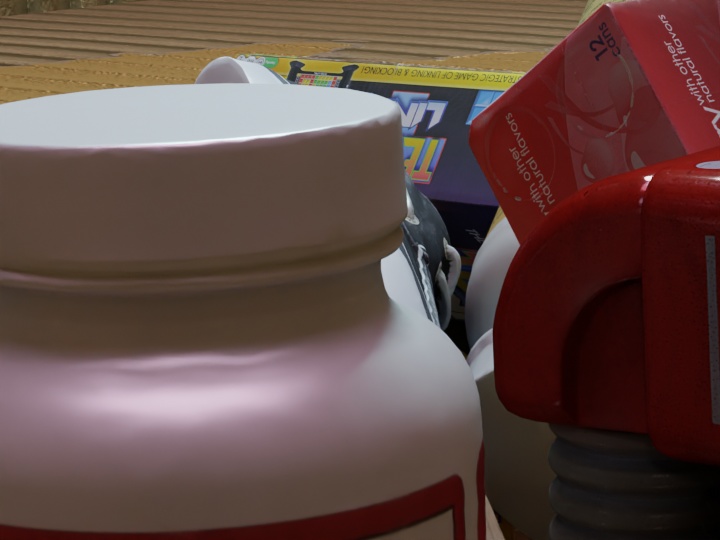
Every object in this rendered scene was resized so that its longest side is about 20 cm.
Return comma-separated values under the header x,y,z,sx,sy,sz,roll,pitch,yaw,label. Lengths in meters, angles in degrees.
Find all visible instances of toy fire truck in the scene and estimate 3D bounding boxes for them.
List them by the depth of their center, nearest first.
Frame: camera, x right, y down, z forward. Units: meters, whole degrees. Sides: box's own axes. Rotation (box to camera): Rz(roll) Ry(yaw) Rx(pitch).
x,y,z,sx,sy,sz,roll,pitch,yaw,label
0.070,0.055,0.630,0.199,0.177,0.128,4,13,36,toy fire truck

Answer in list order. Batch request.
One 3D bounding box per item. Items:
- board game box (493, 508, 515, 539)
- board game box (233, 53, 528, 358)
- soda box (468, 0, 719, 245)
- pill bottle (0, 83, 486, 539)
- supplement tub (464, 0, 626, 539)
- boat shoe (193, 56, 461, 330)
x,y,z,sx,sy,sz,roll,pitch,yaw,label
-0.012,0.071,0.970,0.095,0.030,0.200,-6,14,-9,board game box
0.057,-0.008,1.030,0.165,0.057,0.200,9,-20,44,board game box
0.108,0.027,0.706,0.063,0.201,0.070,-14,-19,-44,soda box
-0.031,0.070,0.505,0.111,0.201,0.112,-2,10,0,pill bottle
0.118,-0.012,0.854,0.144,0.145,0.201,4,52,30,supplement tub
0.000,0.000,0.854,0.067,0.072,0.200,9,28,-27,boat shoe
